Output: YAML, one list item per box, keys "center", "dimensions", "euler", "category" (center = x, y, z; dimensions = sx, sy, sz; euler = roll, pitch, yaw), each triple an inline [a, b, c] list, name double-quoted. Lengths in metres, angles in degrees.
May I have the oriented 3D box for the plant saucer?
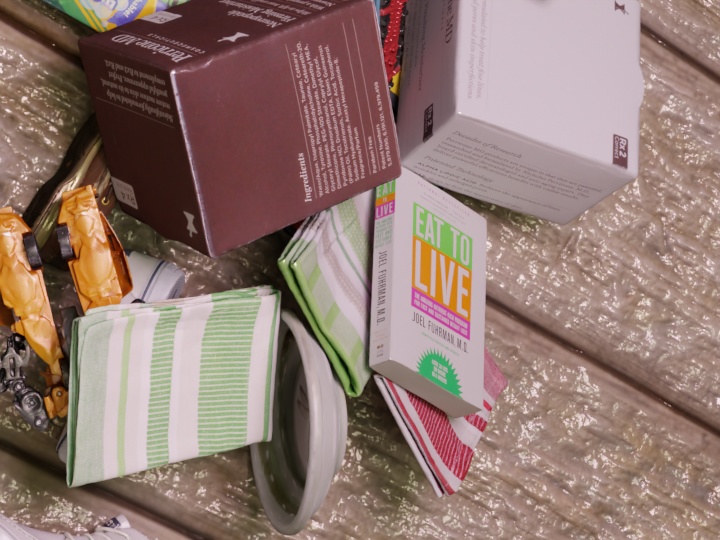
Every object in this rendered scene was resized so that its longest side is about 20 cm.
- center: [-0.051, 0.133, 1.391]
  dimensions: [0.050, 0.200, 0.201]
  euler: [0, 91, -19]
  category: "plant saucer"

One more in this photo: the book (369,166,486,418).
- center: [0.059, 0.019, 1.433]
  dimensions: [0.134, 0.048, 0.200]
  euler: [32, 49, -42]
  category: "book"

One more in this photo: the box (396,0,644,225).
- center: [0.149, -0.175, 1.476]
  dimensions: [0.200, 0.131, 0.199]
  euler: [17, 62, -22]
  category: "box"

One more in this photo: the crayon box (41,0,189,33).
- center: [-0.181, -0.255, 1.392]
  dimensions: [0.200, 0.052, 0.126]
  euler: [28, 95, -16]
  category: "crayon box"

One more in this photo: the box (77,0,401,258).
- center: [-0.098, -0.136, 1.319]
  dimensions: [0.200, 0.166, 0.165]
  euler: [-25, 120, -29]
  category: "box"

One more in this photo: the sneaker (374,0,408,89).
- center: [-0.011, -0.223, 1.426]
  dimensions: [0.079, 0.095, 0.200]
  euler: [-30, 139, -56]
  category: "sneaker"

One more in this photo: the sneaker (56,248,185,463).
- center: [-0.229, 0.075, 1.399]
  dimensions: [0.071, 0.073, 0.200]
  euler: [25, 83, 8]
  category: "sneaker"

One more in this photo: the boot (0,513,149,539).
- center: [-0.247, 0.251, 1.391]
  dimensions: [0.200, 0.074, 0.096]
  euler: [45, 69, -25]
  category: "boot"

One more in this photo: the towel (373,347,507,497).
- center: [0.079, 0.101, 1.470]
  dimensions: [0.144, 0.023, 0.200]
  euler: [61, 30, -18]
  category: "towel"

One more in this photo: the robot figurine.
- center: [-0.246, 0.036, 1.324]
  dimensions: [0.145, 0.058, 0.200]
  euler: [-15, 95, -8]
  category: "robot figurine"

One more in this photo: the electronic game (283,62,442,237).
- center: [-0.008, -0.112, 1.493]
  dimensions: [0.200, 0.042, 0.201]
  euler: [0, 91, -23]
  category: "electronic game"

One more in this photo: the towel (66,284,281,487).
- center: [-0.154, 0.094, 1.321]
  dimensions: [0.200, 0.023, 0.153]
  euler: [-9, 110, -39]
  category: "towel"

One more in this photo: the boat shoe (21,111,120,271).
- center: [-0.226, -0.089, 1.392]
  dimensions: [0.068, 0.072, 0.200]
  euler: [36, 84, -24]
  category: "boat shoe"

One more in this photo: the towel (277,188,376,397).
- center: [0.000, 0.000, 1.405]
  dimensions: [0.149, 0.031, 0.200]
  euler: [61, 30, -21]
  category: "towel"
